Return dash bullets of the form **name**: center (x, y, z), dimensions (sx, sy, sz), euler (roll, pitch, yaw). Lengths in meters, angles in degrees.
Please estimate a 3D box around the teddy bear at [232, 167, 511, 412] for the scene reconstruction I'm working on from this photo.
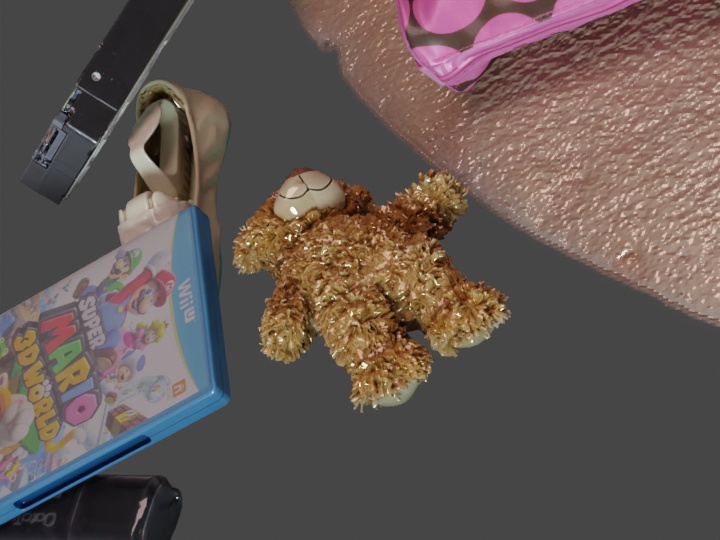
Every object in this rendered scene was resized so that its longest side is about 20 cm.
- **teddy bear**: center (0.000, 0.000, 1.235), dimensions (0.145, 0.067, 0.200), euler (-30, 42, 10)

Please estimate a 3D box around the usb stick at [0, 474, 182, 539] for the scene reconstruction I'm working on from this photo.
- **usb stick**: center (-0.188, 0.144, 1.283), dimensions (0.200, 0.033, 0.056), euler (-3, 60, 36)

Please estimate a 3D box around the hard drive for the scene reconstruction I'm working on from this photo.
- **hard drive**: center (-0.150, -0.148, 1.451), dimensions (0.200, 0.038, 0.140), euler (-60, 8, -23)

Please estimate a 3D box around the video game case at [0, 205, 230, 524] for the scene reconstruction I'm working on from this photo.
- **video game case**: center (-0.167, 0.061, 1.289), dimensions (0.200, 0.018, 0.143), euler (-28, 45, 19)

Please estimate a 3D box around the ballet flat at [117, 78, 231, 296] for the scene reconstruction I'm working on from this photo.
- **ballet flat**: center (-0.122, -0.042, 1.368), dimensions (0.069, 0.069, 0.200), euler (-21, 45, 23)

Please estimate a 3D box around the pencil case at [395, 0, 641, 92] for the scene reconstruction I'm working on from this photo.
- **pencil case**: center (0.117, -0.167, 1.277), dimensions (0.200, 0.091, 0.094), euler (-21, 55, 26)
